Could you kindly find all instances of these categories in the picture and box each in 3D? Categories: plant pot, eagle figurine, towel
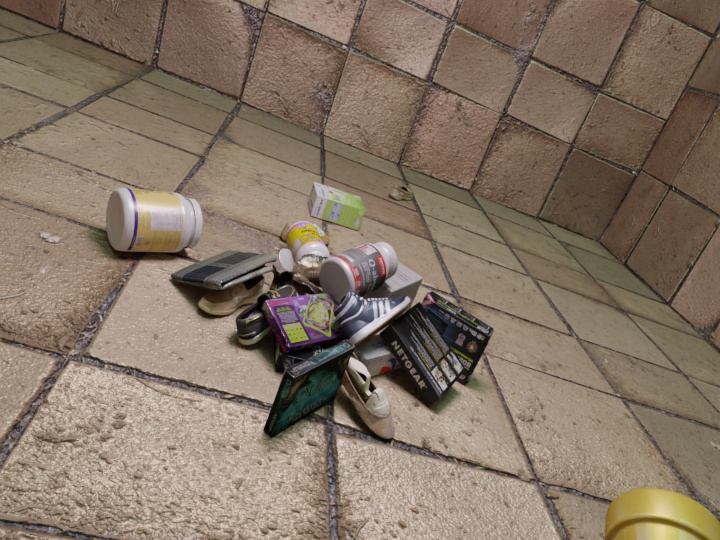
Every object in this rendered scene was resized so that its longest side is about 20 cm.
[{"bbox_3d":[0.521,0.522,0.965,0.196,0.205,0.189,27,39,11],"label":"plant pot"},{"bbox_3d":[-0.130,0.034,1.421,0.192,0.158,0.151,6,-4,2],"label":"eagle figurine"},{"bbox_3d":[-0.320,-0.001,1.337,0.187,0.036,0.198,6,23,36],"label":"towel"}]

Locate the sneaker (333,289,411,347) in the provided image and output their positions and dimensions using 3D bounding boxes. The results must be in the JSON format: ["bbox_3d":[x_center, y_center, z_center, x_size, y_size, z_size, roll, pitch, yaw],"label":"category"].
[{"bbox_3d":[0.025,0.083,1.291,0.197,0.070,0.109,-31,76,-35],"label":"sneaker"}]

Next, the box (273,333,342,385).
[{"bbox_3d":[-0.117,0.164,1.275,0.155,0.045,0.202,16,24,-17],"label":"box"}]

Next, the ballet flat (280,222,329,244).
[{"bbox_3d":[-0.166,-0.119,1.806,0.196,0.065,0.068,-1,33,-45],"label":"ballet flat"}]

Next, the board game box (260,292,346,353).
[{"bbox_3d":[-0.116,0.112,1.248,0.196,0.032,0.122,-4,59,-49],"label":"board game box"}]

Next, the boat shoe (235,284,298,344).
[{"bbox_3d":[-0.205,0.083,1.260,0.070,0.062,0.201,6,33,28],"label":"boat shoe"}]

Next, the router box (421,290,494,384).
[{"bbox_3d":[0.225,0.172,1.450,0.196,0.154,0.062,30,24,18],"label":"router box"}]

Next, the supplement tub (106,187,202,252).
[{"bbox_3d":[-0.503,-0.120,1.377,0.196,0.149,0.145,-1,32,-44],"label":"supplement tub"}]

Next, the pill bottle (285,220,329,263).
[{"bbox_3d":[-0.149,-0.054,1.631,0.101,0.107,0.201,10,27,-28],"label":"pill bottle"}]

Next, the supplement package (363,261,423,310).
[{"bbox_3d":[0.069,0.059,1.576,0.118,0.124,0.198,32,24,23],"label":"supplement package"}]

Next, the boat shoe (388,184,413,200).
[{"bbox_3d":[0.208,-0.381,2.720,0.072,0.064,0.198,32,24,22],"label":"boat shoe"}]

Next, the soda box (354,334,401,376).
[{"bbox_3d":[0.048,0.198,1.335,0.196,0.065,0.068,-5,37,-49],"label":"soda box"}]

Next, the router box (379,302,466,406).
[{"bbox_3d":[0.150,0.193,1.335,0.203,0.051,0.148,55,39,6],"label":"router box"}]

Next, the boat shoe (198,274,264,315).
[{"bbox_3d":[-0.297,0.049,1.318,0.071,0.067,0.198,33,25,23],"label":"boat shoe"}]

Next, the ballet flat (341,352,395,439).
[{"bbox_3d":[0.011,0.246,1.142,0.067,0.068,0.201,-20,63,-46],"label":"ballet flat"}]

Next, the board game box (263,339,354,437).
[{"bbox_3d":[-0.093,0.219,1.066,0.028,0.139,0.198,31,25,23],"label":"board game box"}]

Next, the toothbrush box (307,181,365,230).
[{"bbox_3d":[-0.091,-0.242,2.110,0.193,0.088,0.147,15,24,-17],"label":"toothbrush box"}]

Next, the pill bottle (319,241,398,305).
[{"bbox_3d":[0.000,0.000,1.390,0.115,0.119,0.197,35,37,27],"label":"pill bottle"}]
